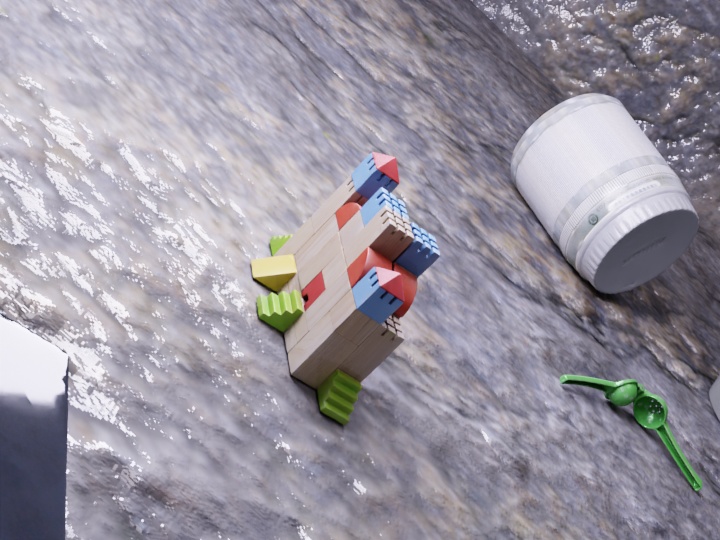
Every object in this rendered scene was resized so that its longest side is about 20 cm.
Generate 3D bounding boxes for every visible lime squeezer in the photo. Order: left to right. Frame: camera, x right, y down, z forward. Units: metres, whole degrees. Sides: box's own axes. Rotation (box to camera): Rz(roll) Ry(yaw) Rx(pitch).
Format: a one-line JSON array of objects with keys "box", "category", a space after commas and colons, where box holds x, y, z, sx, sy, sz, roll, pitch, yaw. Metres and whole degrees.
[{"box": [0.275, 0.144, 1.634, 0.200, 0.038, 0.071, 38, 54, -19], "category": "lime squeezer"}]

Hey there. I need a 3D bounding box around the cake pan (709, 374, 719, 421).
[{"box": [0.487, 0.193, 1.906, 0.200, 0.037, 0.201, 38, 23, -19], "category": "cake pan"}]

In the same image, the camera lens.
[{"box": [0.282, -0.095, 1.881, 0.160, 0.160, 0.201, 16, 36, -51], "category": "camera lens"}]

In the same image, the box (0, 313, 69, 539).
[{"box": [-0.208, 0.123, 0.565, 0.124, 0.197, 0.201, 32, 25, -28], "category": "box"}]

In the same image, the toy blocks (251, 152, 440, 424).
[{"box": [0.000, 0.000, 1.239, 0.100, 0.137, 0.201, 33, 25, -29], "category": "toy blocks"}]
